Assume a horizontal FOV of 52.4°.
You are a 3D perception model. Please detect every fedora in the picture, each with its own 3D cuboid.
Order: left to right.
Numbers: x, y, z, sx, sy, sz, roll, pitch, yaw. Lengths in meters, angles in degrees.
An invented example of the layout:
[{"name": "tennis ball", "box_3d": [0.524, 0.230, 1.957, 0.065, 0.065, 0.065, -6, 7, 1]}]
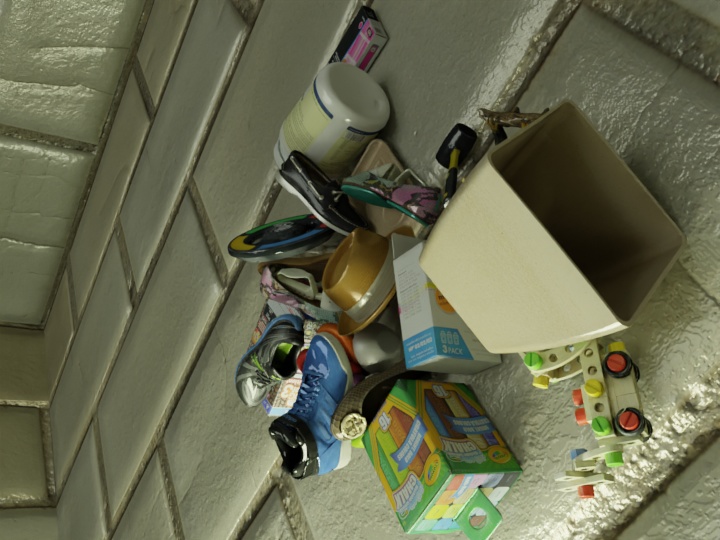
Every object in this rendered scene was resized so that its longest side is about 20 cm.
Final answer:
[{"name": "fedora", "box_3d": [0.000, 0.000, 1.101, 0.201, 0.082, 0.201, -49, 18, 21]}]

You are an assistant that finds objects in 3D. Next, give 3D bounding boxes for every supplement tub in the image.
[{"name": "supplement tub", "box_3d": [-0.056, -0.253, 1.304, 0.200, 0.145, 0.145, -44, 48, 42]}]

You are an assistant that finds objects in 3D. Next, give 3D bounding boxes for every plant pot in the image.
[{"name": "plant pot", "box_3d": [0.184, -0.026, 0.773, 0.200, 0.200, 0.177, 51, 136, 3]}]

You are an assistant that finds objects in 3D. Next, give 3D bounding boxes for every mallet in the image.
[{"name": "mallet", "box_3d": [0.125, -0.134, 1.024, 0.066, 0.041, 0.200, -56, 10, 41]}]

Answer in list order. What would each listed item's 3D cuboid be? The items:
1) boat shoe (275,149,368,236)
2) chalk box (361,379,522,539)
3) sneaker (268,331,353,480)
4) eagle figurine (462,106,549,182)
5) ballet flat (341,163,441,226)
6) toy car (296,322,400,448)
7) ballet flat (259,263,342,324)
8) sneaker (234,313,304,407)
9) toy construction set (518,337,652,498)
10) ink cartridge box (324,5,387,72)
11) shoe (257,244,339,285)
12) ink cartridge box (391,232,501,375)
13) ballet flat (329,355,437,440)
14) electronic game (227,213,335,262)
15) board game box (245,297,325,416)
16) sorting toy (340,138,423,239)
[{"name": "boat shoe", "box_3d": [-0.058, -0.129, 1.233, 0.200, 0.074, 0.060, 42, 115, 22]}, {"name": "chalk box", "box_3d": [0.109, 0.254, 0.939, 0.125, 0.124, 0.200, -62, 37, 27]}, {"name": "sneaker", "box_3d": [-0.073, 0.191, 1.018, 0.077, 0.111, 0.200, 8, 102, 47]}, {"name": "eagle figurine", "box_3d": [0.185, -0.102, 0.924, 0.152, 0.151, 0.200, -92, 1, -71]}, {"name": "ballet flat", "box_3d": [0.053, -0.126, 1.126, 0.200, 0.069, 0.071, 27, 87, 47]}, {"name": "toy car", "box_3d": [-0.029, 0.176, 1.144, 0.175, 0.150, 0.200, -34, 54, 47]}, {"name": "ballet flat", "box_3d": [-0.079, 0.039, 1.233, 0.069, 0.200, 0.071, -56, -18, -48]}, {"name": "sneaker", "box_3d": [-0.153, 0.162, 1.230, 0.200, 0.071, 0.083, -55, 35, 28]}, {"name": "toy construction set", "box_3d": [0.241, 0.145, 0.799, 0.131, 0.092, 0.200, -18, 73, 27]}, {"name": "ink cartridge box", "box_3d": [-0.022, -0.393, 1.394, 0.200, 0.037, 0.095, -54, 41, 37]}, {"name": "shoe", "box_3d": [-0.093, -0.011, 1.276, 0.200, 0.070, 0.053, -4, 42, 34]}, {"name": "ink cartridge box", "box_3d": [0.114, 0.034, 0.998, 0.068, 0.115, 0.200, -34, 55, 47]}, {"name": "ballet flat", "box_3d": [0.043, 0.172, 1.025, 0.046, 0.200, 0.067, 21, 137, 53]}, {"name": "electronic game", "box_3d": [-0.132, -0.062, 1.267, 0.200, 0.200, 0.042, 13, 122, 57]}, {"name": "board game box", "box_3d": [-0.122, 0.140, 1.341, 0.159, 0.097, 0.200, 47, 120, 51]}, {"name": "sorting toy", "box_3d": [0.032, -0.095, 1.235, 0.185, 0.036, 0.200, -58, 44, 30]}]
